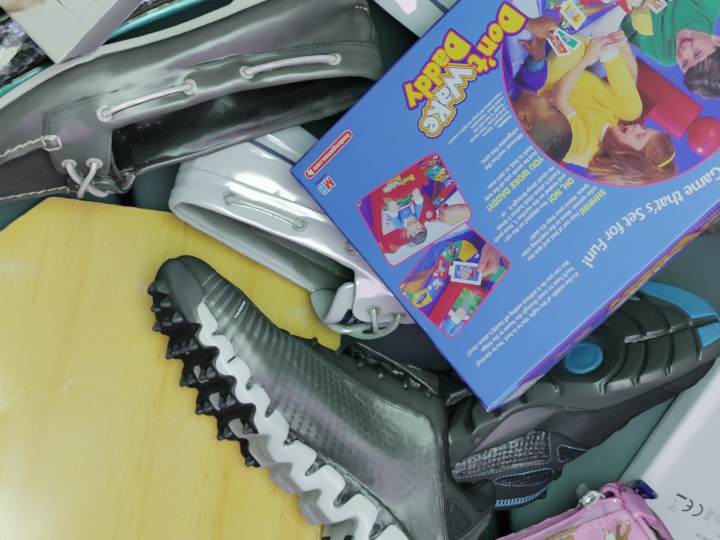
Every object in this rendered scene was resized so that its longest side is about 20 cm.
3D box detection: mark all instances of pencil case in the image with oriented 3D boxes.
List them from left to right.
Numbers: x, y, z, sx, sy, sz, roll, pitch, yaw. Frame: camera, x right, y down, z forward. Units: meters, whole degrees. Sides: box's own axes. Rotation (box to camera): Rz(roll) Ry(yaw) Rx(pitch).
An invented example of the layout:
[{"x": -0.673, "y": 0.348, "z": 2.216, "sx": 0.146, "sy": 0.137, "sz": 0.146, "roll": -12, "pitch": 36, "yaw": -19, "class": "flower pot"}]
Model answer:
[{"x": 0.069, "y": 0.177, "z": 1.000, "sx": 0.199, "sy": 0.087, "sz": 0.083, "roll": -26, "pitch": 162, "yaw": 11, "class": "pencil case"}]

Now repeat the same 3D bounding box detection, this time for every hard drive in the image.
[{"x": 0.218, "y": 0.101, "z": 1.038, "sx": 0.131, "sy": 0.027, "sz": 0.201, "roll": 26, "pitch": 108, "yaw": -21, "class": "hard drive"}]

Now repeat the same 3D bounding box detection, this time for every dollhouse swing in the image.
[{"x": -0.111, "y": 0.086, "z": 0.959, "sx": 0.199, "sy": 0.177, "sz": 0.182, "roll": 7, "pitch": 155, "yaw": -15, "class": "dollhouse swing"}]

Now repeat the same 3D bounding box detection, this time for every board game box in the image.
[{"x": 0.086, "y": -0.059, "z": 0.802, "sx": 0.200, "sy": 0.045, "sz": 0.135, "roll": -43, "pitch": 79, "yaw": 19, "class": "board game box"}]

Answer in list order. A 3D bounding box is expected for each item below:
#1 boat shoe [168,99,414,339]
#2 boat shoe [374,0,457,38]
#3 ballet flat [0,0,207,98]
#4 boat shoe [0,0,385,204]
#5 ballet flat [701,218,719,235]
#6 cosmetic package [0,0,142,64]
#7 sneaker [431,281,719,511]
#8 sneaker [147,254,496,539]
[{"x": 0.000, "y": 0.000, "z": 0.903, "sx": 0.199, "sy": 0.074, "sz": 0.067, "roll": 31, "pitch": 64, "yaw": -6, "class": "boat shoe"}, {"x": 0.029, "y": -0.146, "z": 0.854, "sx": 0.200, "sy": 0.074, "sz": 0.065, "roll": 36, "pitch": 108, "yaw": -25, "class": "boat shoe"}, {"x": -0.132, "y": -0.118, "z": 0.842, "sx": 0.199, "sy": 0.074, "sz": 0.075, "roll": -27, "pitch": 118, "yaw": -2, "class": "ballet flat"}, {"x": -0.083, "y": -0.067, "z": 0.838, "sx": 0.199, "sy": 0.057, "sz": 0.067, "roll": -25, "pitch": 162, "yaw": -4, "class": "boat shoe"}, {"x": 0.124, "y": -0.036, "z": 0.941, "sx": 0.198, "sy": 0.046, "sz": 0.068, "roll": -6, "pitch": 116, "yaw": -8, "class": "ballet flat"}, {"x": -0.147, "y": -0.188, "z": 0.762, "sx": 0.200, "sy": 0.073, "sz": 0.104, "roll": 45, "pitch": 100, "yaw": -4, "class": "cosmetic package"}, {"x": 0.089, "y": 0.069, "z": 0.982, "sx": 0.199, "sy": 0.073, "sz": 0.082, "roll": -22, "pitch": 134, "yaw": 6, "class": "sneaker"}, {"x": -0.012, "y": 0.062, "z": 0.882, "sx": 0.090, "sy": 0.066, "sz": 0.200, "roll": -42, "pitch": 98, "yaw": -21, "class": "sneaker"}]
